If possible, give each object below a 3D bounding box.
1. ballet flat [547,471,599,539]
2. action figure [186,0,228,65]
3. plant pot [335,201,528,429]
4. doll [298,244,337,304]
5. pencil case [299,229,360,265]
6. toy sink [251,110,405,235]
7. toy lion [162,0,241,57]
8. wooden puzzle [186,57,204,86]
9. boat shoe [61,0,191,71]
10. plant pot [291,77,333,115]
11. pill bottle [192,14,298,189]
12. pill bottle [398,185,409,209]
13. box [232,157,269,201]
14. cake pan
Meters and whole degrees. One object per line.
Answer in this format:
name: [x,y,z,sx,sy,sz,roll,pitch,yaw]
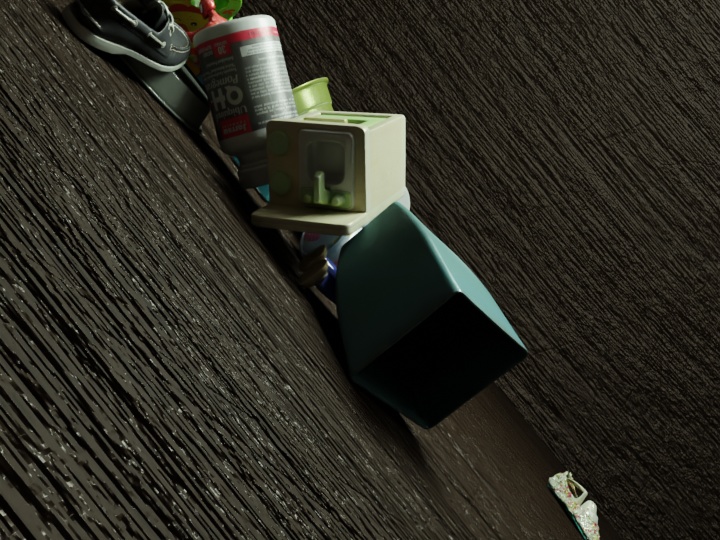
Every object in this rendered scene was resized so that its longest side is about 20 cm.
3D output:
ballet flat: [0.477,0.513,1.812,0.076,0.064,0.201,47,6,-34]
action figure: [-0.219,-0.280,1.177,0.065,0.097,0.204,-42,127,-63]
plant pot: [0.057,0.031,0.899,0.141,0.141,0.201,38,20,-39]
doll: [0.005,0.058,0.992,0.200,0.048,0.137,49,14,-22]
pencil case: [0.000,0.000,1.157,0.200,0.090,0.083,45,8,-40]
toy sink: [-0.036,-0.128,0.992,0.200,0.128,0.114,-39,132,-61]
toy lion: [-0.252,-0.383,1.210,0.191,0.197,0.070,26,55,-55]
wooden puzzle: [-0.302,-0.385,1.629,0.186,0.037,0.200,51,1,13]
boat shoe: [-0.242,-0.275,0.919,0.074,0.060,0.199,56,21,13]
plant pot: [-0.109,-0.263,1.710,0.192,0.198,0.200,61,4,-4]
pill bottle: [-0.138,-0.212,1.060,0.111,0.109,0.203,-96,172,-81]
pill bottle: [-0.008,-0.091,1.239,0.113,0.113,0.199,48,-19,-14]
box: [-0.129,-0.143,1.280,0.083,0.049,0.200,51,5,7]
cake pan: [-0.261,-0.265,1.064,0.201,0.037,0.200,50,5,-6]
